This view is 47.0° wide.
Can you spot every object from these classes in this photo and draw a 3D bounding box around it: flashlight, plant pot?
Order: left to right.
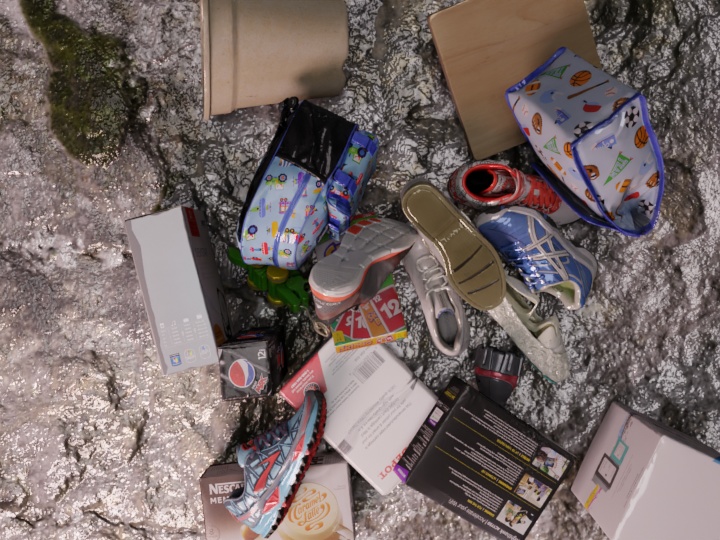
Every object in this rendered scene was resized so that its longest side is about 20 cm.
[{"bbox_3d":[-0.114,-0.295,1.077,0.182,0.200,0.202,-1,92,-12],"label":"plant pot"},{"bbox_3d":[0.173,0.206,1.136,0.067,0.068,0.201,13,88,-18],"label":"flashlight"}]

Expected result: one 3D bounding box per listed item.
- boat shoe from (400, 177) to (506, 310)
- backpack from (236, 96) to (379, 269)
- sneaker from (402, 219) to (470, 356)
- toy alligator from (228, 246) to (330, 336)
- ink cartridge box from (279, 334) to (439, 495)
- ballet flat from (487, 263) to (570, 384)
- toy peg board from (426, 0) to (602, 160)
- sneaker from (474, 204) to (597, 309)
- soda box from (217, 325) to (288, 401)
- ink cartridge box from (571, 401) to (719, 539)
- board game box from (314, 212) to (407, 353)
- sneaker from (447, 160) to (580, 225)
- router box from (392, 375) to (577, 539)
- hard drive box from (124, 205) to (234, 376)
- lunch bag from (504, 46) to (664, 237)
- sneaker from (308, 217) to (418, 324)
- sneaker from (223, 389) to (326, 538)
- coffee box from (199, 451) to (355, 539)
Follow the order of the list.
[{"bbox_3d":[0.124,-0.039,1.078,0.075,0.068,0.200,-32,108,11],"label":"boat shoe"},{"bbox_3d":[-0.073,-0.090,1.056,0.134,0.183,0.201,23,75,3],"label":"backpack"},{"bbox_3d":[0.107,0.022,1.124,0.074,0.087,0.201,-20,90,4],"label":"sneaker"},{"bbox_3d":[-0.098,0.017,1.121,0.200,0.059,0.054,36,54,25],"label":"toy alligator"},{"bbox_3d":[0.011,0.180,1.129,0.144,0.084,0.200,-45,90,0],"label":"ink cartridge box"},{"bbox_3d":[0.228,0.069,1.127,0.072,0.072,0.200,-43,92,1],"label":"ballet flat"},{"bbox_3d":[0.207,-0.284,1.125,0.199,0.098,0.200,-21,107,0],"label":"toy peg board"},{"bbox_3d":[0.235,-0.019,1.095,0.199,0.076,0.077,28,57,-18],"label":"sneaker"},{"bbox_3d":[-0.135,0.116,1.069,0.063,0.200,0.071,-5,92,1],"label":"soda box"},{"bbox_3d":[0.390,0.281,1.075,0.146,0.200,0.147,25,93,-1],"label":"ink cartridge box"},{"bbox_3d":[-0.005,0.007,1.105,0.095,0.030,0.201,-13,57,-1],"label":"board game box"},{"bbox_3d":[0.219,-0.101,1.110,0.200,0.108,0.068,11,91,-1],"label":"sneaker"},{"bbox_3d":[0.164,0.253,1.081,0.200,0.051,0.150,35,88,-18],"label":"router box"},{"bbox_3d":[-0.232,0.024,1.089,0.076,0.156,0.201,-15,92,0],"label":"hard drive box"},{"bbox_3d":[0.286,-0.147,1.036,0.124,0.170,0.200,-36,131,5],"label":"lunch bag"},{"bbox_3d":[0.000,0.000,1.057,0.077,0.200,0.082,29,133,26],"label":"sneaker"},{"bbox_3d":[-0.112,0.236,1.054,0.095,0.079,0.201,26,91,5],"label":"sneaker"},{"bbox_3d":[-0.110,0.318,1.134,0.199,0.080,0.115,-5,91,0],"label":"coffee box"}]
